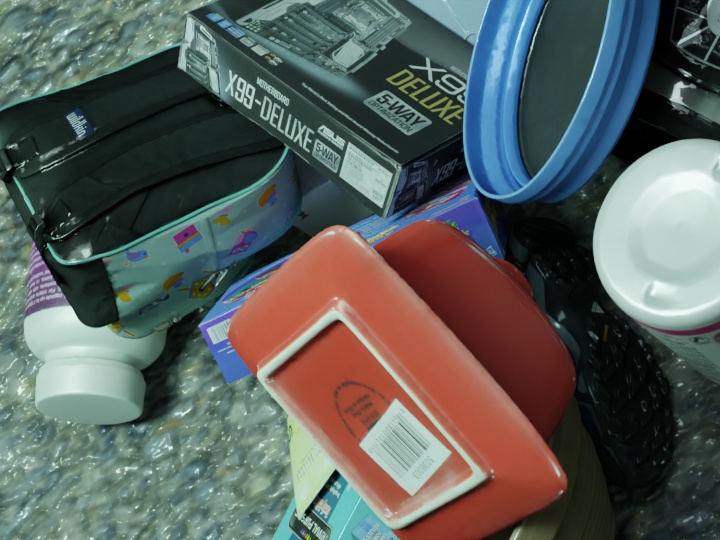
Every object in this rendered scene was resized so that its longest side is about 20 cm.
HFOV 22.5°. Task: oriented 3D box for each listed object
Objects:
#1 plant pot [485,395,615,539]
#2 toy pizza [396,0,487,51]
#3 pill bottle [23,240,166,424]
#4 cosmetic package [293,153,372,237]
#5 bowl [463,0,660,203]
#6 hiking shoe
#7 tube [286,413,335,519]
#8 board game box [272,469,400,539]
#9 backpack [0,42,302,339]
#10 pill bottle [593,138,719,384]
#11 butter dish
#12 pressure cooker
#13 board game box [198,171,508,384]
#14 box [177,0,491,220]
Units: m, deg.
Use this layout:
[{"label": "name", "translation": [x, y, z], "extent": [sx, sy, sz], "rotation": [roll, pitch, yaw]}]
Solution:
[{"label": "plant pot", "translation": [0.097, 0.167, 1.150], "extent": [0.201, 0.092, 0.201], "rotation": [-53, 19, 27]}, {"label": "toy pizza", "translation": [0.092, -0.162, 1.286], "extent": [0.199, 0.032, 0.201], "rotation": [24, 128, 33]}, {"label": "pill bottle", "translation": [-0.204, 0.013, 1.413], "extent": [0.112, 0.112, 0.201], "rotation": [-10, 65, 28]}, {"label": "cosmetic package", "translation": [-0.037, -0.133, 1.392], "extent": [0.101, 0.071, 0.201], "rotation": [-34, 57, 18]}, {"label": "bowl", "translation": [0.123, -0.137, 1.120], "extent": [0.200, 0.039, 0.202], "rotation": [-166, 90, -71]}, {"label": "hiking shoe", "translation": [0.143, 0.064, 1.215], "extent": [0.087, 0.074, 0.201], "rotation": [-48, 54, 42]}, {"label": "tube", "translation": [-0.031, 0.075, 1.278], "extent": [0.052, 0.058, 0.201], "rotation": [-13, 44, 7]}, {"label": "board game box", "translation": [0.019, 0.117, 1.221], "extent": [0.201, 0.047, 0.151], "rotation": [-62, 13, -3]}, {"label": "backpack", "translation": [-0.141, -0.063, 1.294], "extent": [0.199, 0.154, 0.176], "rotation": [-30, 53, -7]}, {"label": "pill bottle", "translation": [0.229, 0.008, 1.089], "extent": [0.113, 0.200, 0.114], "rotation": [-12, 66, 28]}, {"label": "butter dish", "translation": [0.048, 0.047, 1.075], "extent": [0.200, 0.200, 0.148], "rotation": [49, 57, 0]}, {"label": "pressure cooker", "translation": [0.242, -0.154, 1.164], "extent": [0.178, 0.175, 0.201], "rotation": [25, 84, 55]}, {"label": "board game box", "translation": [0.000, 0.000, 1.210], "extent": [0.199, 0.135, 0.045], "rotation": [-25, 99, 11]}, {"label": "box", "translation": [-0.002, -0.133, 1.252], "extent": [0.200, 0.157, 0.050], "rotation": [38, 134, 23]}]
